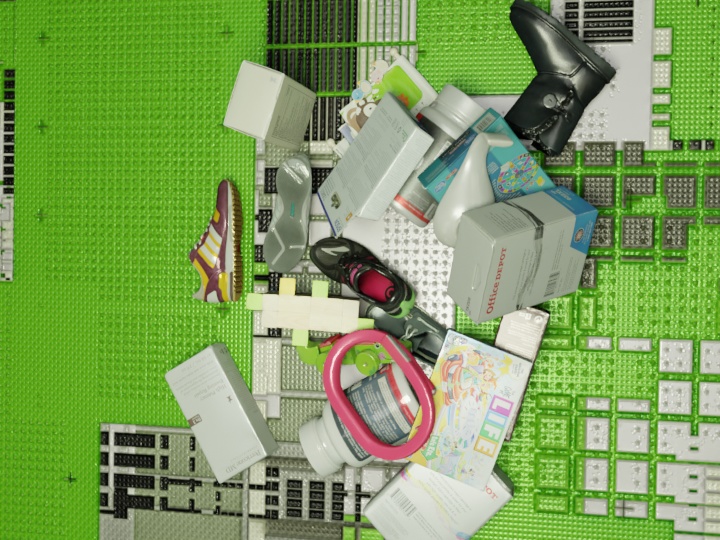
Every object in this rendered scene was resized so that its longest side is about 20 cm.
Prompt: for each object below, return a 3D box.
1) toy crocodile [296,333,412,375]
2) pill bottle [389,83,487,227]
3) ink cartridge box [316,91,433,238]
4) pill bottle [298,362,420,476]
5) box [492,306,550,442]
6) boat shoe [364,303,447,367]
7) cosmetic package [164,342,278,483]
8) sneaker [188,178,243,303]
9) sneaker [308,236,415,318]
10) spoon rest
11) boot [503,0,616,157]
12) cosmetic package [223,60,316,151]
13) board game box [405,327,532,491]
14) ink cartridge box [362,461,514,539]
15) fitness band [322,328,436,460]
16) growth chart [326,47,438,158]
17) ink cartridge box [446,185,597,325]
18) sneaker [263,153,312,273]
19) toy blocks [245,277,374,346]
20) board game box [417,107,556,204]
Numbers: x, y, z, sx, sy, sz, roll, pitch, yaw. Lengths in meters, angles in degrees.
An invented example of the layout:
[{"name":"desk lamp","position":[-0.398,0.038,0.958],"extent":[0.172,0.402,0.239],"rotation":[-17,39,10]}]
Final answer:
[{"name":"toy crocodile","position":[-0.011,0.125,1.516],"extent":[0.197,0.067,0.063],"rotation":[-5,108,34]},{"name":"pill bottle","position":[0.112,-0.179,1.486],"extent":[0.113,0.114,0.201],"rotation":[37,97,9]},{"name":"ink cartridge box","position":[0.018,-0.155,1.449],"extent":[0.040,0.200,0.201],"rotation":[31,106,-23]},{"name":"pill bottle","position":[0.007,0.237,1.511],"extent":[0.198,0.120,0.121],"rotation":[-30,85,10]},{"name":"box","position":[0.229,0.150,1.475],"extent":[0.074,0.100,0.204],"rotation":[16,93,11]},{"name":"boat shoe","position":[0.092,0.104,1.520],"extent":[0.198,0.062,0.074],"rotation":[29,98,10]},{"name":"cosmetic package","position":[-0.228,0.233,1.583],"extent":[0.101,0.074,0.202],"rotation":[-31,84,11]},{"name":"sneaker","position":[-0.242,-0.048,1.580],"extent":[0.088,0.075,0.205],"rotation":[0,90,6]},{"name":"sneaker","position":[0.000,0.000,1.516],"extent":[0.198,0.084,0.078],"rotation":[29,86,24]},{"name":"spoon rest","position":[0.165,-0.116,1.385],"extent":[0.097,0.061,0.202],"rotation":[3,129,-18]},{"name":"boot","position":[0.268,-0.292,1.471],"extent":[0.199,0.076,0.169],"rotation":[39,94,2]},{"name":"cosmetic package","position":[-0.137,-0.251,1.491],"extent":[0.070,0.200,0.107],"rotation":[20,94,10]},{"name":"board game box","position":[0.156,0.203,1.415],"extent":[0.132,0.034,0.203],"rotation":[20,94,4]},{"name":"ink cartridge box","position":[0.125,0.355,1.507],"extent":[0.200,0.085,0.145],"rotation":[-45,83,10]},{"name":"fitness band","position":[0.029,0.180,1.413],"extent":[0.144,0.037,0.201],"rotation":[-44,71,18]},{"name":"growth chart","position":[0.036,-0.244,1.550],"extent":[0.144,0.018,0.201],"rotation":[39,97,9]},{"name":"ink cartridge box","position":[0.234,-0.025,1.399],"extent":[0.084,0.197,0.147],"rotation":[45,140,42]},{"name":"sneaker","position":[-0.108,-0.093,1.559],"extent":[0.069,0.080,0.204],"rotation":[15,113,3]},{"name":"toy blocks","position":[-0.076,0.064,1.522],"extent":[0.196,0.137,0.102],"rotation":[4,91,1]},{"name":"board game box","position":[0.203,-0.119,1.447],"extent":[0.151,0.047,0.200],"rotation":[-42,120,7]}]
